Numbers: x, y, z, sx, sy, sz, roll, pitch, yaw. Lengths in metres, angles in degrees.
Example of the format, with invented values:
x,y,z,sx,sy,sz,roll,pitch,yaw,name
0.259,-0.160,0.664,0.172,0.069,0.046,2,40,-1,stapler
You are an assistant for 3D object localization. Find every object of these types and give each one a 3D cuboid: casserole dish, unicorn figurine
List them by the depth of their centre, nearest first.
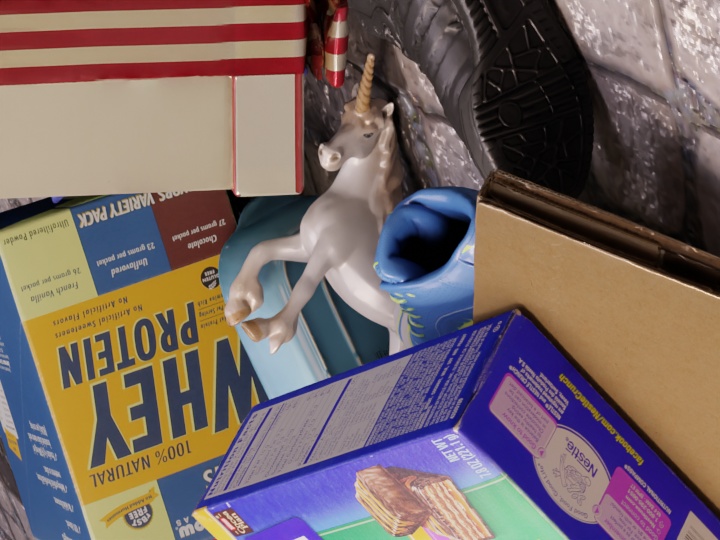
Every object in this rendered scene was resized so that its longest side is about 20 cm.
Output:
x,y,z,sx,sy,sz,roll,pitch,yaw,name
0.000,0.000,1.237,0.200,0.137,0.074,50,169,-26,unicorn figurine
-0.003,0.044,1.306,0.039,0.121,0.201,-20,97,44,casserole dish

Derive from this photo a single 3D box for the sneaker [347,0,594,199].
x,y,z,sx,sy,sz,roll,pitch,yaw,name
0.037,-0.118,1.049,0.104,0.060,0.201,-3,109,68,sneaker

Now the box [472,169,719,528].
x,y,z,sx,sy,sz,roll,pitch,yaw,name
0.123,0.054,1.016,0.163,0.021,0.200,22,146,17,box

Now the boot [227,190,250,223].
x,y,z,sx,sy,sz,roll,pitch,yaw,name
-0.139,-0.102,1.514,0.203,0.073,0.154,30,141,53,boot

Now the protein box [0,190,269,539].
x,y,z,sx,sy,sz,roll,pitch,yaw,name
-0.141,0.053,1.372,0.198,0.134,0.201,2,110,70,protein box

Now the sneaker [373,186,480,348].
x,y,z,sx,sy,sz,roll,pitch,yaw,name
0.043,-0.004,1.110,0.105,0.076,0.200,22,161,-21,sneaker

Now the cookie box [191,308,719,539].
x,y,z,sx,sy,sz,roll,pitch,yaw,name
0.047,0.122,1.071,0.171,0.075,0.200,46,142,-17,cookie box

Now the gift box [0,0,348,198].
x,y,z,sx,sy,sz,roll,pitch,yaw,name
-0.106,-0.141,1.144,0.185,0.186,0.201,-121,31,-67,gift box

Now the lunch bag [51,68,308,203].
x,y,z,sx,sy,sz,roll,pitch,yaw,name
-0.151,-0.167,1.290,0.127,0.170,0.201,29,145,58,lunch bag
